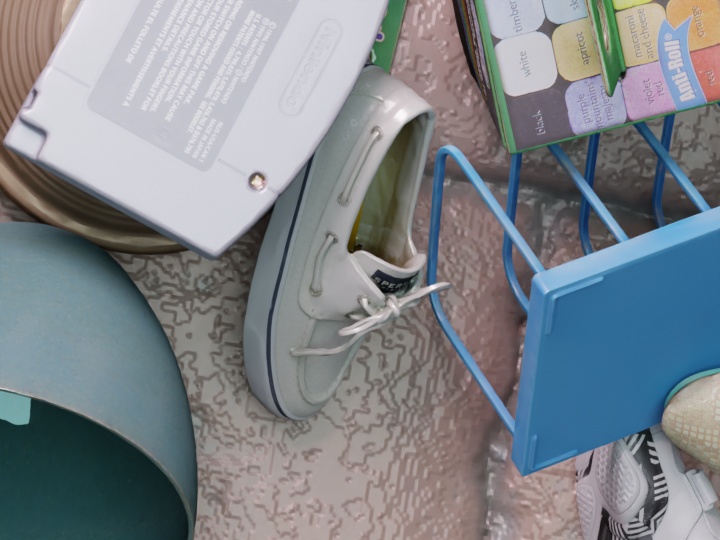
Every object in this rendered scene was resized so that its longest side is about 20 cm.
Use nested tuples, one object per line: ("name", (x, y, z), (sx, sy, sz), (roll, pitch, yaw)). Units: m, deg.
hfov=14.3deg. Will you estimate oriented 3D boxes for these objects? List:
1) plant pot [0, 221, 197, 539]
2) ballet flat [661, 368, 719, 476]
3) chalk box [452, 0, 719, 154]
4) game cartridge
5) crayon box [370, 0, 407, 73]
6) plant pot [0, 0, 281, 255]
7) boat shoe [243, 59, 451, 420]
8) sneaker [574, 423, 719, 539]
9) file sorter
("plant pot", (-0.170, 0.057, 1.400), (0.199, 0.200, 0.135), (14, 53, -8))
("ballet flat", (0.237, 0.096, 1.463), (0.199, 0.063, 0.068), (14, 128, -39))
("chalk box", (0.110, -0.140, 1.380), (0.123, 0.200, 0.126), (-14, 109, -1))
("game cartridge", (-0.063, -0.114, 1.341), (0.133, 0.040, 0.201), (29, 84, -3))
("crayon box", (-0.080, -0.114, 1.474), (0.199, 0.052, 0.127), (15, 85, -8))
("plant pot", (-0.102, -0.109, 1.399), (0.199, 0.093, 0.202), (0, 88, -8))
("boat shoe", (0.003, -0.002, 1.426), (0.086, 0.074, 0.203), (30, 119, 30))
("sneaker", (0.178, 0.142, 1.494), (0.114, 0.075, 0.201), (-3, 84, -17))
("file sorter", (0.144, -0.014, 1.436), (0.199, 0.139, 0.123), (-20, 52, -19))
